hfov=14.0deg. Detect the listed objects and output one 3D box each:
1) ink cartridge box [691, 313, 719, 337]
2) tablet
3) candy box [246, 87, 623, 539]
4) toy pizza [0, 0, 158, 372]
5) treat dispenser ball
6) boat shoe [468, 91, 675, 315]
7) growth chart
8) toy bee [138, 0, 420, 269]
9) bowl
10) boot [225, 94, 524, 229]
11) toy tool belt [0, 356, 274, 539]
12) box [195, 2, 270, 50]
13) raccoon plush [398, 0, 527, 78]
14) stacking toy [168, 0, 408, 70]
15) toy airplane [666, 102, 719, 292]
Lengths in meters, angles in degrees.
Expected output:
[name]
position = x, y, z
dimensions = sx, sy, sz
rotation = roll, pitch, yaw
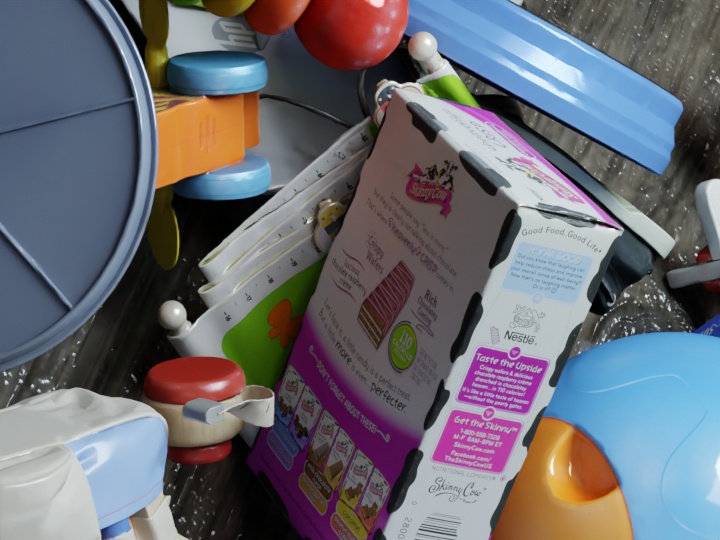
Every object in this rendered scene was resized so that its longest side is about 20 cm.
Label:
[ink cartridge box]
position = 0.267, 0.097, 1.645
dimensions = 0.200, 0.094, 0.044
rotation = 36, 43, -17
[tablet]
position = -0.047, -0.119, 1.507
dimensions = 0.129, 0.014, 0.200
rotation = -12, 52, -33
[candy box]
position = 0.030, 0.037, 1.335
dimensions = 0.061, 0.201, 0.136
rotation = 11, 20, -30
[toy pizza]
position = -0.182, -0.052, 1.282
dimensions = 0.201, 0.200, 0.032
rotation = 57, 9, 6
[treat dispenser ball]
position = 0.151, 0.131, 1.432
dimensions = 0.200, 0.201, 0.202
rotation = 23, 48, -29
[boat shoe]
position = 0.084, -0.032, 1.483
dimensions = 0.074, 0.066, 0.199
rotation = 37, 3, 38
[growth chart]
position = 0.000, 0.000, 1.396
dimensions = 0.145, 0.200, 0.018
rotation = 44, 1, -35
[toy bee]
position = -0.083, -0.066, 1.390
dimensions = 0.199, 0.108, 0.132
rotation = 14, 88, -48
[bowl]
position = 0.070, -0.111, 1.462
dimensions = 0.200, 0.040, 0.201
rotation = 28, 3, -2
[boot]
position = 0.038, 0.000, 1.520
dimensions = 0.203, 0.073, 0.154
rotation = -22, 81, -43
[toy tool belt]
position = -0.125, 0.120, 1.271
dimensions = 0.199, 0.124, 0.124
rotation = -19, 112, -44
[box]
position = -0.061, -0.227, 1.501
dimensions = 0.047, 0.122, 0.201
rotation = 8, 49, -22
[raccoon plush]
position = 0.002, -0.189, 1.639
dimensions = 0.199, 0.135, 0.097
rotation = 31, 52, 24
[stacking toy]
position = -0.066, -0.149, 1.321
dimensions = 0.199, 0.085, 0.086
rotation = 23, 48, -19
[toy airplane]
position = 0.267, -0.021, 1.718
dimensions = 0.198, 0.141, 0.201
rotation = 29, 82, -11
